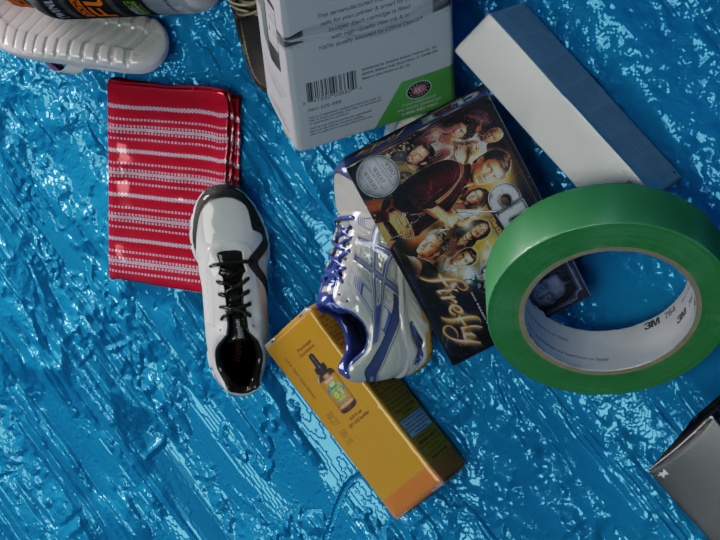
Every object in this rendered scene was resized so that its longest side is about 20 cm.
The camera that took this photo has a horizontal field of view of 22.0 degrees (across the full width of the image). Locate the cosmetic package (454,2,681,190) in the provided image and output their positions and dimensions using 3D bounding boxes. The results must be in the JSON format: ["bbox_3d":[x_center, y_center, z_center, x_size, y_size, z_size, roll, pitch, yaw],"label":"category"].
[{"bbox_3d":[0.171,-0.128,1.527,0.200,0.082,0.051,49,121,8],"label":"cosmetic package"}]

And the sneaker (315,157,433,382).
[{"bbox_3d":[0.000,0.000,1.625,0.075,0.088,0.202,-17,88,66],"label":"sneaker"}]

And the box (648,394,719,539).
[{"bbox_3d":[0.341,0.194,1.493,0.200,0.141,0.079,48,119,7],"label":"box"}]

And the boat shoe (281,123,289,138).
[{"bbox_3d":[-0.018,-0.202,1.611,0.062,0.071,0.201,22,108,17],"label":"boat shoe"}]

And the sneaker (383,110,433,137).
[{"bbox_3d":[0.076,-0.054,1.611,0.071,0.073,0.201,-20,107,1],"label":"sneaker"}]

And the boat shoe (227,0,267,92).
[{"bbox_3d":[-0.095,-0.252,1.629,0.074,0.073,0.202,-4,101,27],"label":"boat shoe"}]

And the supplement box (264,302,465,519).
[{"bbox_3d":[0.005,0.122,1.683,0.066,0.069,0.200,-40,86,27],"label":"supplement box"}]

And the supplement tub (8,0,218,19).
[{"bbox_3d":[-0.225,-0.287,1.657,0.199,0.122,0.124,1,104,26],"label":"supplement tub"}]

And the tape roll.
[{"bbox_3d":[0.200,0.018,1.506,0.199,0.048,0.201,1,136,1],"label":"tape roll"}]

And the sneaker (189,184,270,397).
[{"bbox_3d":[-0.112,0.021,1.696,0.073,0.080,0.202,-9,105,-5],"label":"sneaker"}]

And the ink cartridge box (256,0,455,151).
[{"bbox_3d":[-0.005,-0.212,1.494,0.201,0.145,0.084,86,162,-46],"label":"ink cartridge box"}]

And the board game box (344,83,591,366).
[{"bbox_3d":[0.091,-0.037,1.561,0.135,0.035,0.201,-27,107,7],"label":"board game box"}]

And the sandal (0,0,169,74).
[{"bbox_3d":[-0.272,-0.216,1.737,0.201,0.083,0.050,19,154,19],"label":"sandal"}]

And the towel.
[{"bbox_3d":[-0.179,-0.079,1.746,0.144,0.022,0.202,9,107,25],"label":"towel"}]
